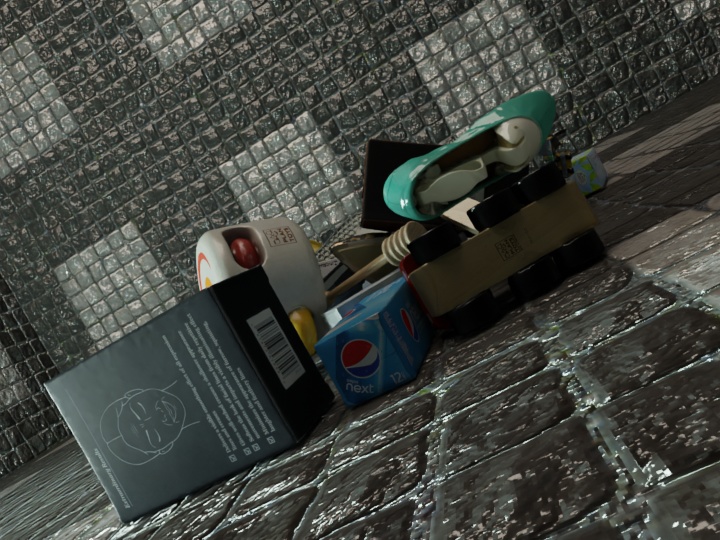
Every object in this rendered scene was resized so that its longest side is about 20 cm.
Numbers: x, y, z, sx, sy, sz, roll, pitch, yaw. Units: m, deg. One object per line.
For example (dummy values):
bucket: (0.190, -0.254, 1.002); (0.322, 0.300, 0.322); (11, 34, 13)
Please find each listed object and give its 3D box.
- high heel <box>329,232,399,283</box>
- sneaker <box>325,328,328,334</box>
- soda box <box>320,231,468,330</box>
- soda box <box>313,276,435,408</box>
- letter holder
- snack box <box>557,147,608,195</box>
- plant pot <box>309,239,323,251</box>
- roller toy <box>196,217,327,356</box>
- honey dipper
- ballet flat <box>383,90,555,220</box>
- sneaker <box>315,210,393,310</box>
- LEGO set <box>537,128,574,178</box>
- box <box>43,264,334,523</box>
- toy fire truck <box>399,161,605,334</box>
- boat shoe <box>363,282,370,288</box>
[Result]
high heel: (0.035, -0.028, 0.897); (0.200, 0.071, 0.143); (9, 17, -24)
sneaker: (-0.134, 0.124, 1.062); (0.200, 0.078, 0.099); (-29, 5, 32)
soda box: (0.056, 0.031, 0.782); (0.200, 0.068, 0.063); (-30, 0, -24)
soda box: (0.024, 0.058, 0.624); (0.068, 0.064, 0.200); (-29, 2, 16)
letter holder: (0.101, -0.095, 0.844); (0.200, 0.101, 0.142); (4, -7, -2)
snack box: (0.334, -0.141, 1.161); (0.200, 0.068, 0.169); (-26, 3, 27)
plant pot: (-0.093, 0.034, 1.247); (0.201, 0.201, 0.189); (-31, 17, -32)
roller toy: (-0.124, 0.027, 0.837); (0.140, 0.183, 0.200); (-13, 1, -22)
honey dipper: (0.007, 0.003, 0.792); (0.038, 0.038, 0.200); (-32, -4, -46)
ballet flat: (0.118, -0.104, 0.620); (0.200, 0.067, 0.070); (-30, 31, -5)
sneaker: (-0.001, -0.001, 0.998); (0.202, 0.077, 0.146); (-39, -39, -3)
LEGO set: (0.249, -0.151, 1.051); (0.200, 0.154, 0.116); (-17, 9, 25)
box: (-0.152, 0.111, 0.592); (0.200, 0.149, 0.107); (-28, 2, 18)
toy fire truck: (0.118, -0.027, 0.664); (0.176, 0.129, 0.200); (-30, -3, -7)
boat shoe: (0.069, 0.007, 1.160); (0.200, 0.074, 0.065); (-17, -24, -1)
